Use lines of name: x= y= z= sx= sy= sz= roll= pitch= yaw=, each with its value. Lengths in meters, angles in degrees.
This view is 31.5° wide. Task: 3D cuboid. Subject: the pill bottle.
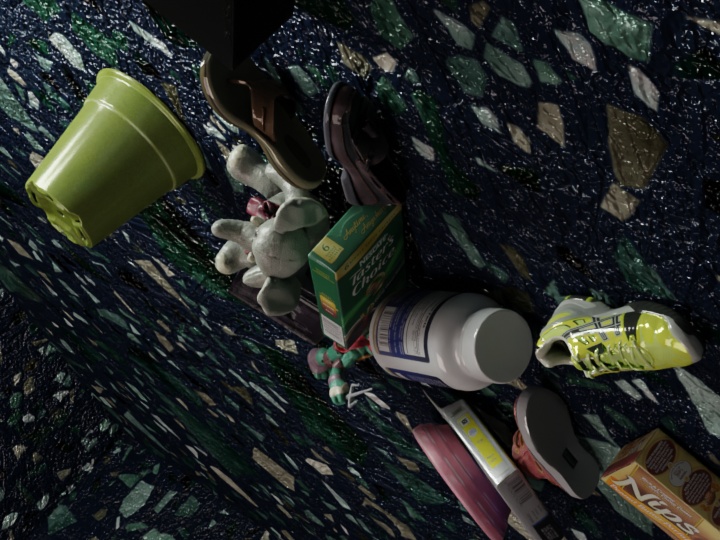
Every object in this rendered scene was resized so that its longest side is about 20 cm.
pill bottle: x=0.105 y=0.079 z=1.467 sx=0.111 sy=0.111 sz=0.200 roll=50 pitch=158 yaw=-23

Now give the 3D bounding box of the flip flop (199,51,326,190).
flip flop: x=-0.096 y=-0.170 z=1.390 sx=0.057 sy=0.081 sz=0.200 roll=-13 pitch=126 yaw=45

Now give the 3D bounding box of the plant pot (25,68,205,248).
plant pot: x=-0.347 y=-0.137 z=1.736 sx=0.200 sy=0.190 sz=0.200 roll=35 pitch=158 yaw=16

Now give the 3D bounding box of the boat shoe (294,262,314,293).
boat shoe: x=-0.100 y=-0.008 z=1.716 sx=0.091 sy=0.071 sz=0.200 roll=10 pitch=146 yaw=48

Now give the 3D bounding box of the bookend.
bookend: x=-0.159 y=-0.320 z=1.165 sx=0.200 sy=0.092 sz=0.199 roll=39 pitch=158 yaw=12

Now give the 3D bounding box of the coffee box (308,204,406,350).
coffee box: x=0.000 y=0.000 z=1.483 sx=0.044 sy=0.123 sz=0.200 roll=35 pitch=157 yaw=21

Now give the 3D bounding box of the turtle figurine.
turtle figurine: x=0.006 y=0.108 z=1.691 sx=0.200 sy=0.149 sz=0.101 roll=1 pitch=110 yaw=67

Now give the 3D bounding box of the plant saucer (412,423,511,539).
plant saucer: x=0.153 y=0.296 z=1.832 sx=0.201 sy=0.051 sz=0.201 roll=53 pitch=180 yaw=0

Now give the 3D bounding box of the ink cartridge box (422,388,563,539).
ink cartridge box: x=0.183 y=0.261 z=1.732 sx=0.198 sy=0.047 sz=0.200 roll=53 pitch=-178 yaw=-45

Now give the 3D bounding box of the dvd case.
dvd case: x=-0.104 y=0.043 z=1.729 sx=0.148 sy=0.016 sz=0.200 roll=32 pitch=163 yaw=-4

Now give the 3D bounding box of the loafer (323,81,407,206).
loafer: x=0.009 y=-0.126 z=1.310 sx=0.063 sy=0.072 sz=0.200 roll=13 pitch=158 yaw=15

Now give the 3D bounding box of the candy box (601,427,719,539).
candy box: x=0.379 y=0.270 z=1.437 sx=0.200 sy=0.055 sz=0.115 roll=40 pitch=160 yaw=5

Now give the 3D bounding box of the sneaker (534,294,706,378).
sneaker: x=0.253 y=0.076 z=1.245 sx=0.075 sy=0.076 sz=0.200 roll=51 pitch=157 yaw=-20

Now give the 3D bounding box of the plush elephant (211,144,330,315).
plush elephant: x=-0.105 y=-0.041 z=1.521 sx=0.199 sy=0.165 sz=0.155 roll=20 pitch=-165 yaw=14

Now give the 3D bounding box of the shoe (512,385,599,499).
shoe: x=0.218 y=0.207 z=1.579 sx=0.091 sy=0.072 sz=0.200 roll=14 pitch=150 yaw=46
